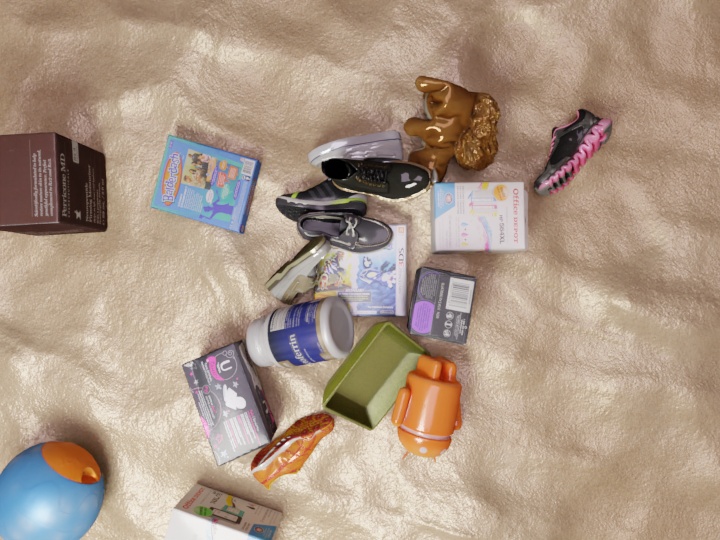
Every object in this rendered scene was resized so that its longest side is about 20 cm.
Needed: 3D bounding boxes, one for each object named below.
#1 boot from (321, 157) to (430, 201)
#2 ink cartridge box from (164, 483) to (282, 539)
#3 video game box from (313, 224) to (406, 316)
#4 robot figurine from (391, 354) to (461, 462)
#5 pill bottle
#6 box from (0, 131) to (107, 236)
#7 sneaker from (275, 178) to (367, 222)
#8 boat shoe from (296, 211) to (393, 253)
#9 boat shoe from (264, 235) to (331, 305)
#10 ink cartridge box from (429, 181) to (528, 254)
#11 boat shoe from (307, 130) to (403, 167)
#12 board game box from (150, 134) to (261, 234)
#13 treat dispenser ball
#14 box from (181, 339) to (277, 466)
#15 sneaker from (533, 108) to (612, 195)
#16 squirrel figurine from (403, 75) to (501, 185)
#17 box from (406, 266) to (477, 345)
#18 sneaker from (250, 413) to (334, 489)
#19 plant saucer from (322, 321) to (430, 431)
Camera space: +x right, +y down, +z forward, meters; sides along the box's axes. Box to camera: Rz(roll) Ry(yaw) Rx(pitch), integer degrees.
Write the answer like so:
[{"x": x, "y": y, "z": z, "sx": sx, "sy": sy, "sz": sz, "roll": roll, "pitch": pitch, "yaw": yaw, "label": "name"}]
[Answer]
[{"x": 0.029, "y": -0.172, "z": 1.129, "sx": 0.193, "sy": 0.138, "sz": 0.080, "roll": 0, "pitch": 91, "yaw": 12, "label": "boot"}, {"x": -0.274, "y": 0.539, "z": 1.189, "sx": 0.194, "sy": 0.147, "sz": 0.150, "roll": 17, "pitch": 90, "yaw": 2, "label": "ink cartridge box"}, {"x": 0.000, "y": 0.000, "z": 1.240, "sx": 0.193, "sy": 0.047, "sz": 0.189, "roll": 0, "pitch": 87, "yaw": 3, "label": "video game box"}, {"x": 0.136, "y": 0.273, "z": 1.193, "sx": 0.113, "sy": 0.143, "sz": 0.207, "roll": 12, "pitch": 90, "yaw": 23, "label": "robot figurine"}, {"x": -0.119, "y": 0.124, "z": 1.181, "sx": 0.195, "sy": 0.115, "sz": 0.120, "roll": -14, "pitch": 88, "yaw": 27, "label": "pill bottle"}, {"x": -0.618, "y": -0.162, "z": 1.192, "sx": 0.158, "sy": 0.200, "sz": 0.172, "roll": -2, "pitch": 89, "yaw": 2, "label": "box"}, {"x": -0.076, "y": -0.147, "z": 1.246, "sx": 0.193, "sy": 0.072, "sz": 0.085, "roll": 3, "pitch": 65, "yaw": 1, "label": "sneaker"}, {"x": -0.031, "y": -0.077, "z": 1.190, "sx": 0.193, "sy": 0.063, "sz": 0.075, "roll": 7, "pitch": 86, "yaw": 3, "label": "boat shoe"}, {"x": -0.111, "y": 0.002, "z": 1.195, "sx": 0.069, "sy": 0.075, "sz": 0.199, "roll": 46, "pitch": 136, "yaw": -9, "label": "boat shoe"}, {"x": 0.237, "y": -0.101, "z": 1.191, "sx": 0.193, "sy": 0.125, "sz": 0.133, "roll": -1, "pitch": 89, "yaw": 3, "label": "ink cartridge box"}, {"x": -0.008, "y": -0.230, "z": 1.230, "sx": 0.194, "sy": 0.074, "sz": 0.068, "roll": -12, "pitch": 84, "yaw": 3, "label": "boat shoe"}, {"x": -0.318, "y": -0.177, "z": 1.256, "sx": 0.194, "sy": 0.045, "sz": 0.157, "roll": 16, "pitch": 90, "yaw": 2, "label": "board game box"}, {"x": -0.602, "y": 0.437, "z": 1.178, "sx": 0.194, "sy": 0.201, "sz": 0.208, "roll": 0, "pitch": 89, "yaw": 2, "label": "treat dispenser ball"}, {"x": -0.252, "y": 0.253, "z": 1.202, "sx": 0.112, "sy": 0.132, "sz": 0.205, "roll": -20, "pitch": 88, "yaw": -2, "label": "box"}, {"x": 0.409, "y": -0.241, "z": 1.223, "sx": 0.200, "sy": 0.079, "sz": 0.095, "roll": -46, "pitch": 66, "yaw": 0, "label": "sneaker"}, {"x": 0.178, "y": -0.256, "z": 1.195, "sx": 0.194, "sy": 0.142, "sz": 0.193, "roll": 13, "pitch": 96, "yaw": 5, "label": "squirrel figurine"}, {"x": 0.149, "y": 0.064, "z": 1.154, "sx": 0.103, "sy": 0.200, "sz": 0.126, "roll": 11, "pitch": 89, "yaw": 2, "label": "box"}, {"x": -0.130, "y": 0.363, "z": 1.236, "sx": 0.198, "sy": 0.073, "sz": 0.078, "roll": -35, "pitch": 110, "yaw": 5, "label": "sneaker"}, {"x": 0.025, "y": 0.199, "z": 1.186, "sx": 0.202, "sy": 0.199, "sz": 0.048, "roll": -52, "pitch": 50, "yaw": -1, "label": "plant saucer"}]
